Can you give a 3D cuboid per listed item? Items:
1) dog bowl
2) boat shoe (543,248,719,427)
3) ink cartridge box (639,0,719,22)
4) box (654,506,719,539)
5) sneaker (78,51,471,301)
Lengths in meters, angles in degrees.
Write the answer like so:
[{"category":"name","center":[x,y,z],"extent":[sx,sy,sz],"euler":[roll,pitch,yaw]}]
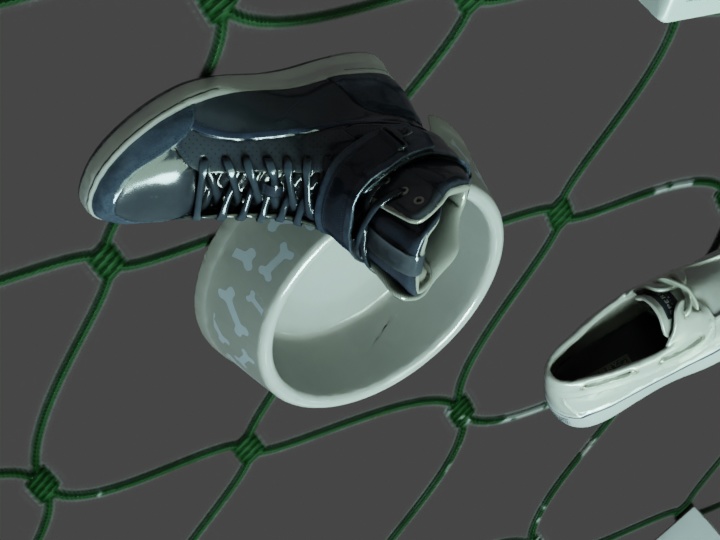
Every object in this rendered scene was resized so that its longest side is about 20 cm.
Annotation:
[{"category":"dog bowl","center":[0.000,0.000,1.367],"extent":[0.200,0.059,0.201],"euler":[-25,142,-22]},{"category":"boat shoe","center":[0.214,0.035,1.607],"extent":[0.199,0.072,0.066],"euler":[-29,150,-3]},{"category":"ink cartridge box","center":[0.230,-0.252,1.283],"extent":[0.146,0.083,0.200],"euler":[-12,138,-35]},{"category":"box","center":[0.298,0.306,1.962],"extent":[0.124,0.098,0.200],"euler":[-41,147,1]},{"category":"sneaker","center":[-0.035,-0.039,1.213],"extent":[0.202,0.146,0.077],"euler":[-20,142,-26]}]
